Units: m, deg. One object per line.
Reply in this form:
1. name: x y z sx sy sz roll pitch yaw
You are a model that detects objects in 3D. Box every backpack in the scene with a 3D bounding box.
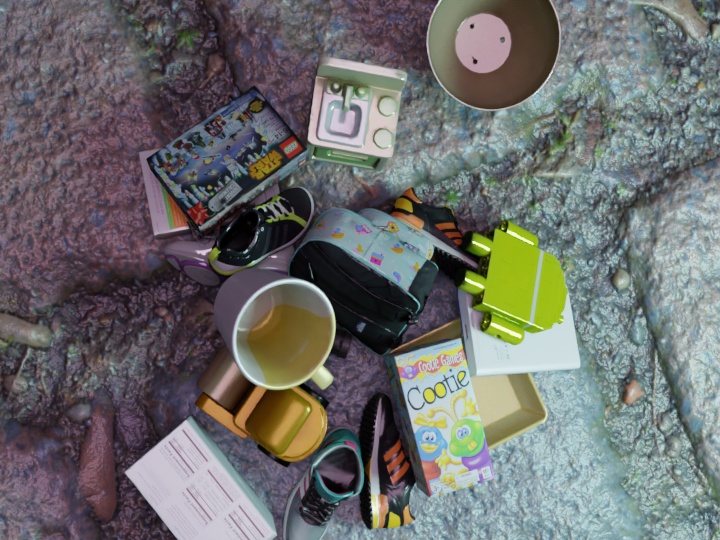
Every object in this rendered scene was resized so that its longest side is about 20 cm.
1. backpack: 0.000 0.000 1.326 0.198 0.176 0.155 27 53 -4

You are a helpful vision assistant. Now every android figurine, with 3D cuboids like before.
1. android figurine: 0.232 0.019 1.353 0.198 0.041 0.185 22 66 -23

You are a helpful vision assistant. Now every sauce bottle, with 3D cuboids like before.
1. sauce bottle: -0.109 0.082 1.367 0.197 0.066 0.067 17 84 -4

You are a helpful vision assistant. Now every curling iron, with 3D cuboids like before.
1. curling iron: -0.215 -0.138 1.350 0.049 0.026 0.203 17 74 -18

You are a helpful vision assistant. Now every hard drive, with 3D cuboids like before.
1. hard drive: 0.242 0.089 1.380 0.197 0.025 0.134 0 76 -29

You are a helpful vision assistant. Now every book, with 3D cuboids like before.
1. book: -0.227 -0.134 1.383 0.197 0.048 0.136 -11 85 -8

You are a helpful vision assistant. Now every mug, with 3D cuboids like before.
1. mug: -0.130 0.083 1.253 0.148 0.153 0.190 -16 111 -24

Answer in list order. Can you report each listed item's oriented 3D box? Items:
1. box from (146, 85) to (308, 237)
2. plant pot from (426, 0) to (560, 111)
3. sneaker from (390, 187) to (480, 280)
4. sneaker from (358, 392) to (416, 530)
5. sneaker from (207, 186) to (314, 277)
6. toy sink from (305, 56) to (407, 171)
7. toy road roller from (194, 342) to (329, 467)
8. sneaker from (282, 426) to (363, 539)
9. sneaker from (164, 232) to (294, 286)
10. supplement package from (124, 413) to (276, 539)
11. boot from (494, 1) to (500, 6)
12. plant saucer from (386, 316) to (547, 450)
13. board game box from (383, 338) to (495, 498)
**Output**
1. box: -0.193 -0.162 1.326 0.199 0.040 0.137 -38 76 -14
2. plant pot: 0.196 -0.352 1.390 0.197 0.135 0.204 0 103 1
3. sneaker: 0.137 -0.053 1.396 0.198 0.070 0.091 30 67 -9
4. sneaker: 0.048 0.287 1.371 0.089 0.070 0.204 3 87 -17
5. sneaker: -0.138 -0.063 1.309 0.072 0.083 0.200 41 63 12
6. toy sink: -0.012 -0.221 1.335 0.128 0.200 0.114 9 84 -6
7. toy road roller: -0.139 0.192 1.313 0.199 0.146 0.124 36 82 -2
8. sneaker: -0.053 0.329 1.324 0.083 0.121 0.202 24 83 -4
9. sneaker: -0.196 -0.029 1.375 0.196 0.075 0.101 6 61 -3
10. supplement package: -0.224 0.320 1.288 0.110 0.156 0.201 -38 90 -10
11. boot: 0.155 -0.518 1.439 0.197 0.076 0.171 18 80 -11
12. plant saucer: 0.160 0.178 1.397 0.198 0.048 0.202 -24 89 -8
13. board game box: 0.113 0.209 1.312 0.101 0.105 0.203 -14 88 -8
